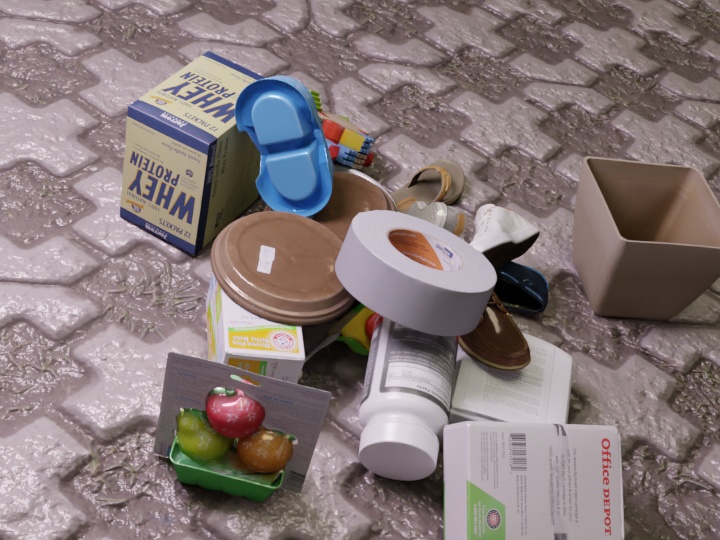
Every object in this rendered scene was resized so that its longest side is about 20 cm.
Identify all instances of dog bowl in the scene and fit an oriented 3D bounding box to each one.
[{"bbox_3d":[-0.098,-0.174,1.599,0.111,0.201,0.050,-8,25,20],"label":"dog bowl"}]

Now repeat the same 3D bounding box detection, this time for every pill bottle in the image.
[{"bbox_3d":[0.059,0.153,1.466,0.113,0.114,0.201,14,53,-4],"label":"pill bottle"}]

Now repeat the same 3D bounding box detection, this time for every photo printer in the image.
[{"bbox_3d":[0.199,0.158,1.561,0.165,0.070,0.201,17,39,2],"label":"photo printer"}]

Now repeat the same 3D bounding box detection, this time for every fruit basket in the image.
[{"bbox_3d":[-0.137,0.171,1.323,0.184,0.201,0.094,14,40,-3],"label":"fruit basket"}]

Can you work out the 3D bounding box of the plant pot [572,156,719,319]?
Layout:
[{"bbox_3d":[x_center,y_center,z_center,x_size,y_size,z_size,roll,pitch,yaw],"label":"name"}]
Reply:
[{"bbox_3d":[0.427,-0.036,1.783,0.198,0.178,0.201,4,41,-14],"label":"plant pot"}]

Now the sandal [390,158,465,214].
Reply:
[{"bbox_3d":[0.107,-0.136,1.879,0.080,0.054,0.200,36,43,21],"label":"sandal"}]

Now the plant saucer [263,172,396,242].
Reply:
[{"bbox_3d":[-0.046,-0.077,1.657,0.198,0.030,0.201,-2,43,2],"label":"plant saucer"}]

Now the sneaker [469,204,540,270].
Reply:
[{"bbox_3d":[0.181,-0.047,1.677,0.085,0.073,0.200,44,28,15],"label":"sneaker"}]

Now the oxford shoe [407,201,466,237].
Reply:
[{"bbox_3d":[0.105,-0.064,1.727,0.057,0.076,0.200,14,-4,-15],"label":"oxford shoe"}]

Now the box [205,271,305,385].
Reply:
[{"bbox_3d":[-0.138,0.075,1.501,0.100,0.113,0.201,6,41,-15],"label":"box"}]

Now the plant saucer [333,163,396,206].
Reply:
[{"bbox_3d":[-0.044,-0.085,1.770,0.198,0.050,0.201,10,39,-9],"label":"plant saucer"}]

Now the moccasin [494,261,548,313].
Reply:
[{"bbox_3d":[0.187,0.012,1.717,0.198,0.081,0.068,10,38,-8],"label":"moccasin"}]

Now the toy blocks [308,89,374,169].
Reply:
[{"bbox_3d":[-0.042,-0.210,1.851,0.136,0.101,0.199,34,14,32],"label":"toy blocks"}]

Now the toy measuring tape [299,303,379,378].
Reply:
[{"bbox_3d":[-0.012,0.102,1.565,0.073,0.074,0.200,35,57,21],"label":"toy measuring tape"}]

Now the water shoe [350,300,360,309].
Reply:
[{"bbox_3d":[0.000,0.000,1.658,0.199,0.072,0.079,-21,70,-38],"label":"water shoe"}]

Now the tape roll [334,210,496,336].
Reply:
[{"bbox_3d":[0.070,0.000,1.478,0.199,0.067,0.201,20,24,-9],"label":"tape roll"}]

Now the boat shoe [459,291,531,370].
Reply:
[{"bbox_3d":[0.157,0.059,1.561,0.072,0.068,0.200,-18,41,-23],"label":"boat shoe"}]

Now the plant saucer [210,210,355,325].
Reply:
[{"bbox_3d":[-0.094,-0.011,1.507,0.198,0.030,0.201,12,42,-10],"label":"plant saucer"}]

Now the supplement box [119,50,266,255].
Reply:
[{"bbox_3d":[-0.230,-0.171,1.682,0.133,0.201,0.200,26,41,14],"label":"supplement box"}]

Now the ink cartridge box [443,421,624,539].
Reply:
[{"bbox_3d":[0.204,0.257,1.389,0.198,0.084,0.147,4,78,-17],"label":"ink cartridge box"}]
